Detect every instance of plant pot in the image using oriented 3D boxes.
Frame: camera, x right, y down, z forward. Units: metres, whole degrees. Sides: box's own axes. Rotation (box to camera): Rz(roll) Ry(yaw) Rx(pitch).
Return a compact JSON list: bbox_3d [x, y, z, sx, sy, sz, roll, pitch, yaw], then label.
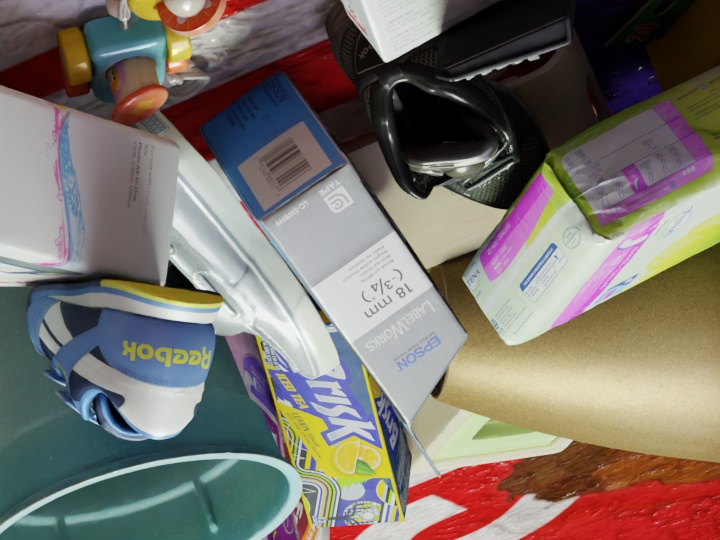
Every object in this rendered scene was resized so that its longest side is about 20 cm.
[{"bbox_3d":[-0.157,0.068,1.765,0.200,0.197,0.200,-16,156,-7],"label":"plant pot"},{"bbox_3d":[0.142,0.034,1.886,0.199,0.187,0.187,-2,154,-10],"label":"plant pot"}]

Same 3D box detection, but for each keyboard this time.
[{"bbox_3d":[0.102,-0.148,1.544,0.127,0.021,0.200,-23,-162,13],"label":"keyboard"}]

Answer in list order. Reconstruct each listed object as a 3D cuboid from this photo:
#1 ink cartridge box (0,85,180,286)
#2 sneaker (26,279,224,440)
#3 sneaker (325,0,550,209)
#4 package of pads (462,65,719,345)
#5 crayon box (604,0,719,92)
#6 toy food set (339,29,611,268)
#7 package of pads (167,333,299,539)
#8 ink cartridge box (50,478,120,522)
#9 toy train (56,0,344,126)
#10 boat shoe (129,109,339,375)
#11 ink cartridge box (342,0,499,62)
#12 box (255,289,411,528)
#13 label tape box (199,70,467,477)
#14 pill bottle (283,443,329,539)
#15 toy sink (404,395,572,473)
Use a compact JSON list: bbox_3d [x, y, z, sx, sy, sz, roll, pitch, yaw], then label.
[{"bbox_3d":[-0.211,-0.046,1.548,0.145,0.088,0.200,1,173,35],"label":"ink cartridge box"},{"bbox_3d":[-0.133,0.048,1.579,0.074,0.083,0.200,4,177,-20],"label":"sneaker"},{"bbox_3d":[0.056,-0.069,1.663,0.076,0.114,0.199,-29,140,12],"label":"sneaker"},{"bbox_3d":[0.171,-0.048,1.728,0.200,0.068,0.155,-27,165,-28],"label":"package of pads"},{"bbox_3d":[0.262,-0.148,1.776,0.199,0.051,0.127,-3,153,-30],"label":"crayon box"},{"bbox_3d":[0.052,-0.074,1.796,0.199,0.061,0.144,-22,145,6],"label":"toy food set"},{"bbox_3d":[-0.094,0.110,1.905,0.075,0.201,0.121,-14,159,11],"label":"package of pads"},{"bbox_3d":[-0.228,0.135,1.932,0.083,0.146,0.200,-9,156,-21],"label":"ink cartridge box"},{"bbox_3d":[-0.070,-0.129,1.572,0.150,0.056,0.200,7,146,-44],"label":"toy train"},{"bbox_3d":[-0.086,-0.003,1.692,0.071,0.070,0.201,-38,122,-2],"label":"boat shoe"},{"bbox_3d":[0.048,-0.213,1.465,0.162,0.050,0.200,-29,139,-6],"label":"ink cartridge box"},{"bbox_3d":[-0.017,0.082,1.960,0.070,0.064,0.200,-5,134,10],"label":"box"},{"bbox_3d":[0.000,0.000,1.681,0.063,0.144,0.200,-35,120,1],"label":"label tape box"},{"bbox_3d":[-0.093,0.167,2.139,0.114,0.115,0.200,-21,157,8],"label":"pill bottle"},{"bbox_3d":[0.108,0.049,2.024,0.130,0.112,0.200,-6,154,-27],"label":"toy sink"}]
